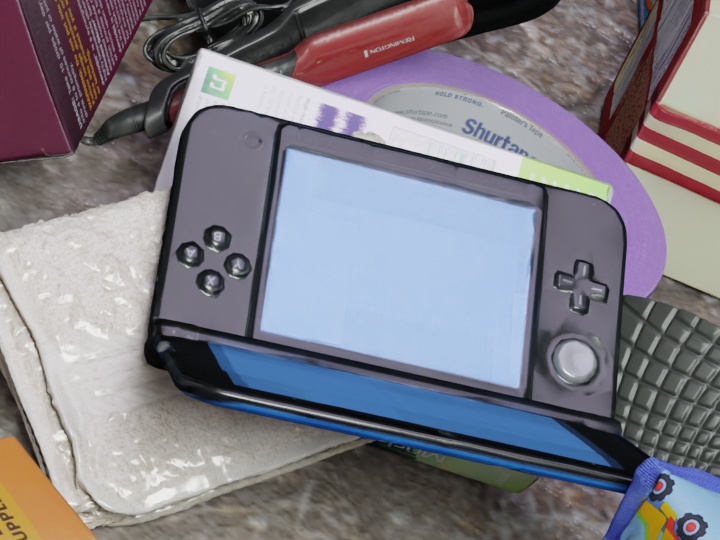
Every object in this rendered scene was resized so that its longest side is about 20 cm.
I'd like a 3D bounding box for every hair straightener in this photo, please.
[{"bbox_3d":[-0.049,-0.113,1.150,0.199,0.041,0.077,-24,56,2],"label":"hair straightener"}]

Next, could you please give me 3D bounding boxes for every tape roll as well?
[{"bbox_3d":[0.049,-0.025,1.175,0.199,0.066,0.200,18,35,-13],"label":"tape roll"}]

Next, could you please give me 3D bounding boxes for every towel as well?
[{"bbox_3d":[-0.053,0.022,0.986,0.199,0.034,0.133,-19,75,-23],"label":"towel"}]

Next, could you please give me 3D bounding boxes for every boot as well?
[{"bbox_3d":[0.184,0.079,1.043,0.199,0.068,0.131,25,-2,18],"label":"boot"}]

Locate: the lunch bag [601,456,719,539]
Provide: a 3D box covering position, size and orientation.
[{"bbox_3d":[0.185,0.158,0.870,0.199,0.094,0.151,9,36,-40],"label":"lunch bag"}]

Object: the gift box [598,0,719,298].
[{"bbox_3d":[0.246,-0.093,1.299,0.186,0.185,0.200,23,40,-4],"label":"gift box"}]

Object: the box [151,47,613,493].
[{"bbox_3d":[0.000,0.000,1.051,0.199,0.036,0.145,18,70,-3],"label":"box"}]

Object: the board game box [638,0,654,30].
[{"bbox_3d":[0.252,-0.153,1.505,0.152,0.045,0.200,21,35,-11],"label":"board game box"}]

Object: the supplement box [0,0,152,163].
[{"bbox_3d":[-0.169,-0.130,1.099,0.110,0.086,0.200,-7,31,14],"label":"supplement box"}]

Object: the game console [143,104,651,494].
[{"bbox_3d":[0.025,0.009,0.931,0.199,0.118,0.171,13,64,-13],"label":"game console"}]

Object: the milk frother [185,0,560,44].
[{"bbox_3d":[0.011,-0.220,1.251,0.180,0.187,0.201,9,68,-67],"label":"milk frother"}]

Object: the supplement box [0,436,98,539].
[{"bbox_3d":[-0.191,0.118,0.815,0.200,0.069,0.067,-14,50,-43],"label":"supplement box"}]
